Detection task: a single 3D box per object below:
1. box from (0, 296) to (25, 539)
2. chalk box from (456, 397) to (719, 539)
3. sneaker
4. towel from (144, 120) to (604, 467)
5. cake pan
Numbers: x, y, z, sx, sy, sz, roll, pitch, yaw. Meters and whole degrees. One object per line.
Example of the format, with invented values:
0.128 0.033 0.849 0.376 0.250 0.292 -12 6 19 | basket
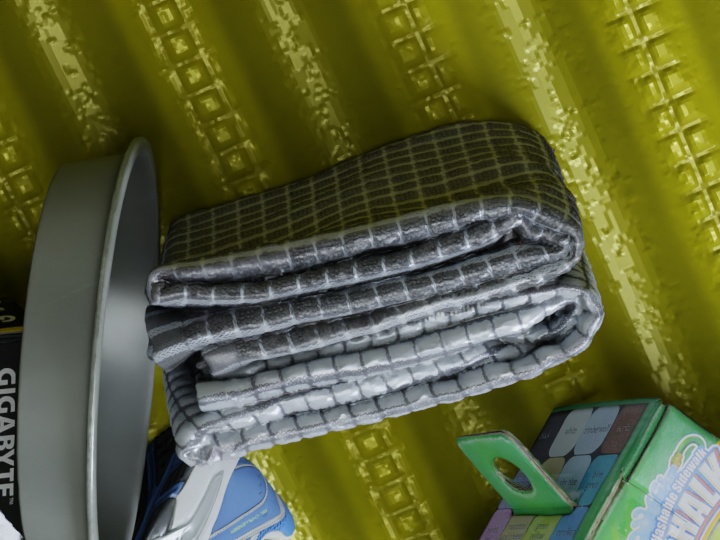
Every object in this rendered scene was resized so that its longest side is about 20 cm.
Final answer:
-0.223 0.117 1.230 0.159 0.049 0.200 -4 111 -21 | box
0.127 0.141 1.307 0.200 0.124 0.124 34 75 -14 | chalk box
-0.100 0.169 1.323 0.077 0.076 0.200 39 75 -25 | sneaker
0.000 0.000 1.248 0.200 0.166 0.086 -14 107 2 | towel
-0.118 0.040 1.239 0.037 0.200 0.201 4 110 2 | cake pan
